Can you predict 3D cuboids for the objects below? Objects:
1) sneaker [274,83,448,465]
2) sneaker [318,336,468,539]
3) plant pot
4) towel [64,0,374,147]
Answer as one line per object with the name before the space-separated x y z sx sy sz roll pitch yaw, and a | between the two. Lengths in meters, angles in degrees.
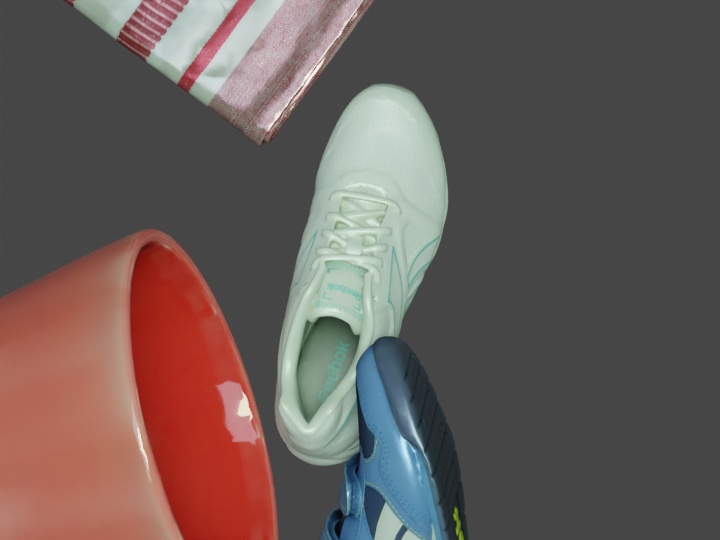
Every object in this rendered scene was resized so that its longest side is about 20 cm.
sneaker | 0.000 0.000 1.377 0.070 0.080 0.201 11 84 7
sneaker | 0.011 0.133 1.347 0.082 0.074 0.201 -5 103 12
plant pot | -0.156 0.097 1.331 0.177 0.200 0.201 -16 83 12
towel | -0.087 -0.180 1.431 0.200 0.023 0.144 37 90 8
